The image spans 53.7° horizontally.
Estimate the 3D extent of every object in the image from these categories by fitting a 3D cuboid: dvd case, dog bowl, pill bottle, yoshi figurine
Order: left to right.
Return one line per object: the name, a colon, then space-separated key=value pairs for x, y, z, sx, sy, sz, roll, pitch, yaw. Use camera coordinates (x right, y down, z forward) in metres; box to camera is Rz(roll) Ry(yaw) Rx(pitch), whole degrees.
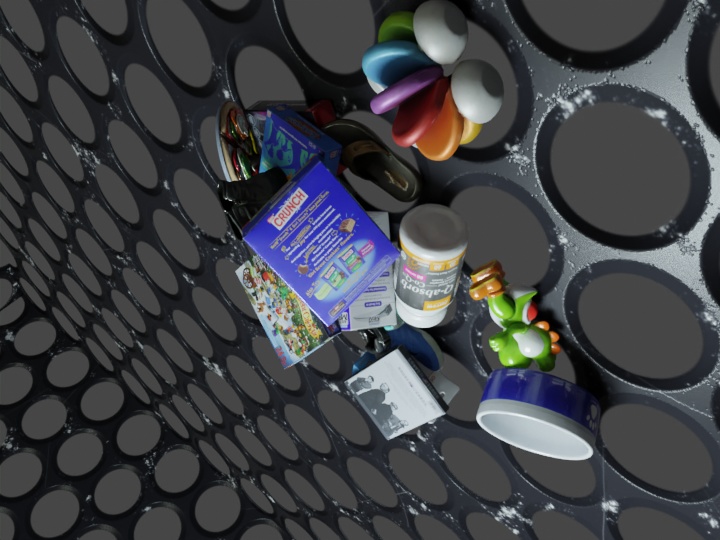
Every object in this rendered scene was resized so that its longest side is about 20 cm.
dvd case: x=0.066 y=0.241 z=1.381 sx=0.151 sy=0.025 sz=0.199 roll=53 pitch=138 yaw=1
pill bottle: x=0.113 y=-0.003 z=1.193 sx=0.115 sy=0.116 sz=0.203 roll=31 pitch=144 yaw=23
yoshi figurine: x=0.239 y=0.092 z=1.165 sx=0.201 sy=0.112 sz=0.112 roll=53 pitch=163 yaw=-12
dog bowl: x=0.299 y=0.242 z=1.197 sx=0.196 sy=0.080 sz=0.201 roll=18 pitch=157 yaw=8

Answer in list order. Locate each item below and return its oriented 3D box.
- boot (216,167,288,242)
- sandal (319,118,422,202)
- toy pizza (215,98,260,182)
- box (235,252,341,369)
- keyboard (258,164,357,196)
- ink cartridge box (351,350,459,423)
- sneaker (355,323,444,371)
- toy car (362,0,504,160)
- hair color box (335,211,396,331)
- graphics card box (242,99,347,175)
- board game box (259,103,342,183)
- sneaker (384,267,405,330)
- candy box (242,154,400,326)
boot: x=-0.152 y=-0.069 z=1.172 sx=0.203 sy=0.129 sz=0.068 roll=59 pitch=140 yaw=7
sandal: x=0.011 y=-0.175 z=1.160 sx=0.199 sy=0.055 sz=0.082 roll=39 pitch=124 yaw=6
toy pizza: x=-0.212 y=-0.217 z=1.316 sx=0.031 sy=0.202 sz=0.203 roll=-11 pitch=123 yaw=12
box: x=-0.131 y=0.054 z=1.259 sx=0.136 sy=0.037 sz=0.203 roll=-36 pitch=79 yaw=39
keyboard: x=-0.089 y=-0.153 z=1.311 sx=0.197 sy=0.021 sz=0.126 roll=14 pitch=169 yaw=38
ink cartridge box: x=0.091 y=0.235 z=1.464 sx=0.198 sy=0.116 sz=0.069 roll=35 pitch=143 yaw=20
sneaker: x=0.070 y=0.145 z=1.402 sx=0.201 sy=0.111 sz=0.077 roll=49 pitch=147 yaw=-2
toy car: x=0.077 y=-0.241 z=0.954 sx=0.202 sy=0.150 sz=0.174 roll=55 pitch=147 yaw=-12
hair color box: x=0.000 y=0.000 z=1.255 sx=0.064 sy=0.107 sz=0.206 roll=-8 pitch=86 yaw=51
graphics card box: x=-0.116 y=-0.239 z=1.277 sx=0.197 sy=0.051 sz=0.128 roll=14 pitch=134 yaw=43
board game box: x=-0.111 y=-0.157 z=1.221 sx=0.151 sy=0.045 sz=0.203 roll=39 pitch=134 yaw=29
sneaker: x=0.025 y=0.029 z=1.352 sx=0.200 sy=0.091 sz=0.078 roll=45 pitch=147 yaw=5
candy box: x=-0.062 y=-0.047 z=1.119 sx=0.200 sy=0.169 sz=0.077 roll=47 pitch=180 yaw=-20
